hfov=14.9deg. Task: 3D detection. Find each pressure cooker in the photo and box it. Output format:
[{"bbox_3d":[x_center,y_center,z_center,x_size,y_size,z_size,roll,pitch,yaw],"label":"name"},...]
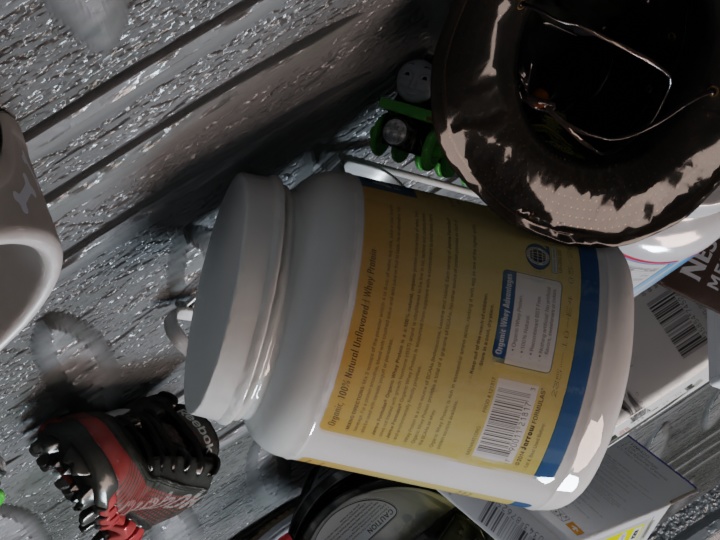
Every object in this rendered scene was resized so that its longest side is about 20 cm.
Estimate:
[{"bbox_3d":[0.037,0.212,1.991,0.177,0.177,0.200,4,-168,5],"label":"pressure cooker"}]

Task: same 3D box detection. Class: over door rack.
[{"bbox_3d":[0.000,0.000,1.527,0.148,0.067,0.200,-40,165,24],"label":"over door rack"}]

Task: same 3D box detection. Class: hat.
[{"bbox_3d":[0.117,-0.118,1.340,0.200,0.201,0.081,-34,-153,0],"label":"hat"}]

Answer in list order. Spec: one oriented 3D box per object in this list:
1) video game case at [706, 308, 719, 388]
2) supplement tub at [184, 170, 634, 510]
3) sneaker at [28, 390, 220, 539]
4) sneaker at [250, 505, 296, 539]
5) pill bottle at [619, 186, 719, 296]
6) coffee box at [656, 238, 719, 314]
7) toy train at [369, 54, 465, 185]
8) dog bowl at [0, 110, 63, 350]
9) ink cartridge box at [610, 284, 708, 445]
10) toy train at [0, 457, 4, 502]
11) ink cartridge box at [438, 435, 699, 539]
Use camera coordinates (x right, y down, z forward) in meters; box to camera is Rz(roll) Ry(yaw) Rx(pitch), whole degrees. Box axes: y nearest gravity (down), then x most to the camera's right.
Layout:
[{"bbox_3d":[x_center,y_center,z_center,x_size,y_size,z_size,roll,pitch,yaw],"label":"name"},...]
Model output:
[{"bbox_3d":[0.296,-0.007,1.780,0.181,0.201,0.023,13,158,-32],"label":"video game case"},{"bbox_3d":[0.023,0.032,1.369,0.199,0.145,0.145,13,150,-12],"label":"supplement tub"},{"bbox_3d":[-0.131,0.107,1.576,0.098,0.071,0.200,-32,168,-5],"label":"sneaker"},{"bbox_3d":[-0.005,0.227,2.153,0.199,0.113,0.071,-28,166,-28],"label":"sneaker"},{"bbox_3d":[0.153,-0.049,1.562,0.108,0.109,0.200,-28,175,-21],"label":"pill bottle"},{"bbox_3d":[0.271,-0.063,1.652,0.201,0.114,0.080,-64,176,12],"label":"coffee box"},{"bbox_3d":[0.059,-0.073,1.449,0.200,0.042,0.057,14,94,-67],"label":"toy train"},{"bbox_3d":[-0.210,0.015,1.129,0.199,0.059,0.200,-32,165,-10],"label":"dog bowl"},{"bbox_3d":[0.155,0.032,1.812,0.199,0.147,0.083,-32,167,-4],"label":"ink cartridge box"},{"bbox_3d":[-0.274,0.154,1.454,0.200,0.042,0.056,-37,156,10],"label":"toy train"},{"bbox_3d":[0.113,0.128,1.928,0.200,0.197,0.047,-6,130,-59],"label":"ink cartridge box"}]
